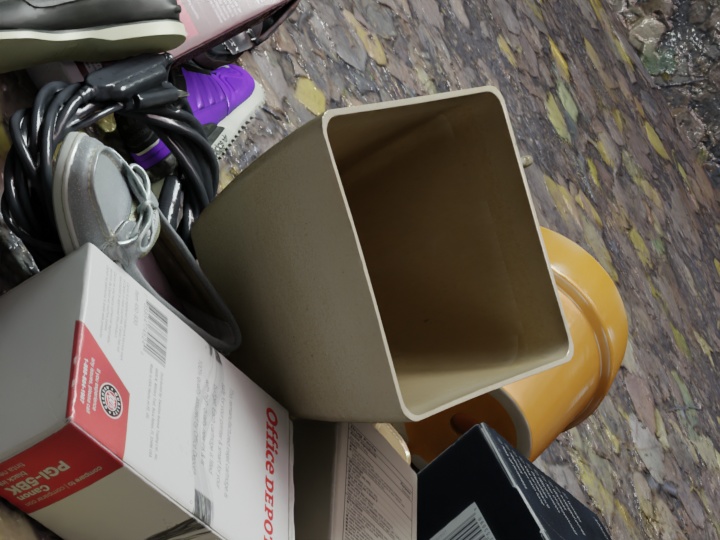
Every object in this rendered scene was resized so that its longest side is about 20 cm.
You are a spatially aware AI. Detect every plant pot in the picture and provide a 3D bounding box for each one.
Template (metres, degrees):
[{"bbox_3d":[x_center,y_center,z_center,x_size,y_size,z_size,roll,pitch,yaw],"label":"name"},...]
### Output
[{"bbox_3d":[0.113,0.088,1.478,0.201,0.200,0.183,55,35,-15],"label":"plant pot"},{"bbox_3d":[0.000,0.000,1.183,0.199,0.176,0.201,-15,89,-50],"label":"plant pot"}]

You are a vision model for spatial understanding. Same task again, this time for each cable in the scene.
[{"bbox_3d":[-0.170,-0.052,1.151,0.200,0.051,0.164,-38,126,-52],"label":"cable"}]

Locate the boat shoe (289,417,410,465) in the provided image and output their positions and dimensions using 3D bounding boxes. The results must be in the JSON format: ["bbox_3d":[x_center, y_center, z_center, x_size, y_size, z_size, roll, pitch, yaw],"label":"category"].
[{"bbox_3d":[-0.012,0.110,1.324,0.200,0.064,0.072,39,31,-43],"label":"boat shoe"}]

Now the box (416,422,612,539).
[{"bbox_3d":[0.139,0.260,1.347,0.196,0.124,0.200,38,15,-41],"label":"box"}]

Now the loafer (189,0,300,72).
[{"bbox_3d":[-0.108,-0.226,1.508,0.072,0.063,0.200,59,22,-6],"label":"loafer"}]

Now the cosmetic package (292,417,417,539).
[{"bbox_3d":[-0.022,0.200,1.171,0.103,0.087,0.201,48,27,-28],"label":"cosmetic package"}]

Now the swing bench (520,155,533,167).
[{"bbox_3d":[0.142,0.000,1.714,0.201,0.129,0.199,58,22,6],"label":"swing bench"}]

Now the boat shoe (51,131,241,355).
[{"bbox_3d":[-0.136,-0.011,1.086,0.203,0.064,0.075,68,23,-43],"label":"boat shoe"}]

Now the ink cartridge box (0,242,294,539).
[{"bbox_3d":[-0.133,0.105,1.045,0.200,0.083,0.147,44,28,-35],"label":"ink cartridge box"}]

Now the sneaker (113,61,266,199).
[{"bbox_3d":[-0.139,-0.138,1.333,0.100,0.069,0.200,53,23,-15],"label":"sneaker"}]

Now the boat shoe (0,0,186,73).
[{"bbox_3d":[-0.211,-0.168,1.127,0.200,0.074,0.063,-12,86,-33],"label":"boat shoe"}]

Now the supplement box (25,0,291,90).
[{"bbox_3d":[-0.156,-0.199,1.239,0.200,0.061,0.109,-32,94,-30],"label":"supplement box"}]
